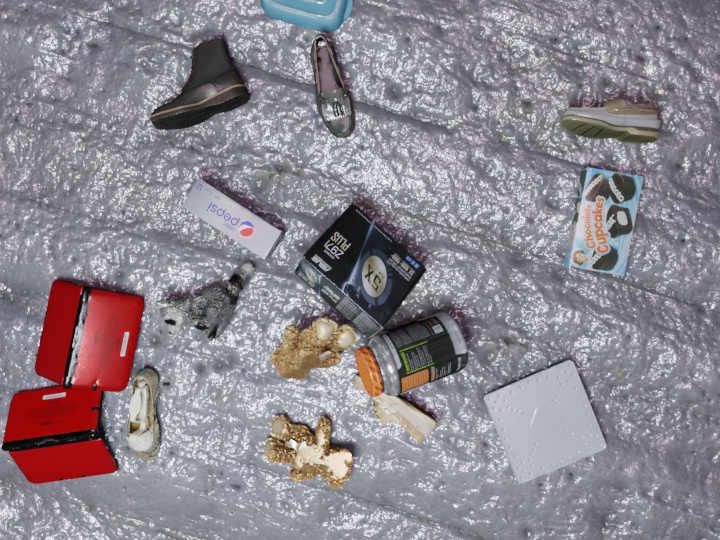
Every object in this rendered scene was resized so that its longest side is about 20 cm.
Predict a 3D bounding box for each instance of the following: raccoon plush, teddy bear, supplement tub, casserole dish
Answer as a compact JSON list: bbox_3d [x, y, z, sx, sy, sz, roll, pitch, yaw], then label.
[{"bbox_3d":[-0.321,0.051,1.093,0.133,0.097,0.201,28,64,12],"label":"raccoon plush"},{"bbox_3d":[-0.108,0.374,1.104,0.198,0.067,0.147,2,84,7],"label":"teddy bear"},{"bbox_3d":[0.097,0.167,1.031,0.198,0.122,0.124,-16,93,-15],"label":"supplement tub"},{"bbox_3d":[-0.112,-0.559,1.064,0.198,0.039,0.122,15,93,-1],"label":"casserole dish"},{"bbox_3d":[-0.095,0.147,1.046,0.144,0.200,0.067,6,54,-24],"label":"teddy bear"}]

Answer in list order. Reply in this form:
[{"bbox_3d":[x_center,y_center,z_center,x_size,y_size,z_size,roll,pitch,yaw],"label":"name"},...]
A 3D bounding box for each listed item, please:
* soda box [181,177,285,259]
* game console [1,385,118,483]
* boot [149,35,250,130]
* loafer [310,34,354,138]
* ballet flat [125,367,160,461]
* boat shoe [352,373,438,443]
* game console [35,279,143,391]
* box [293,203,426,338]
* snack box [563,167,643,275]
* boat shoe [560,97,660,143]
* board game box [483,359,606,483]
[{"bbox_3d":[-0.255,-0.103,1.075,0.199,0.063,0.069,32,92,-1],"label":"soda box"},{"bbox_3d":[-0.626,0.344,1.127,0.198,0.119,0.174,-8,62,1],"label":"game console"},{"bbox_3d":[-0.339,-0.376,1.066,0.198,0.077,0.140,-22,88,-11],"label":"boot"},{"bbox_3d":[-0.062,-0.366,1.059,0.071,0.063,0.202,-16,92,2],"label":"loafer"},{"bbox_3d":[-0.454,0.305,1.093,0.067,0.075,0.203,2,93,0],"label":"ballet flat"},{"bbox_3d":[0.062,0.285,1.084,0.199,0.074,0.070,33,87,-1],"label":"boat shoe"},{"bbox_3d":[-0.562,0.134,1.102,0.171,0.118,0.202,12,88,-31],"label":"game console"},{"bbox_3d":[0.000,0.000,1.031,0.200,0.086,0.164,42,62,-1],"label":"box"},{"bbox_3d":[0.492,-0.099,1.076,0.115,0.037,0.202,9,93,1],"label":"snack box"},{"bbox_3d":[0.494,-0.303,1.054,0.198,0.075,0.069,8,87,-7],"label":"boat shoe"},{"bbox_3d":[0.381,0.312,1.104,0.198,0.026,0.202,-23,93,2],"label":"board game box"}]
